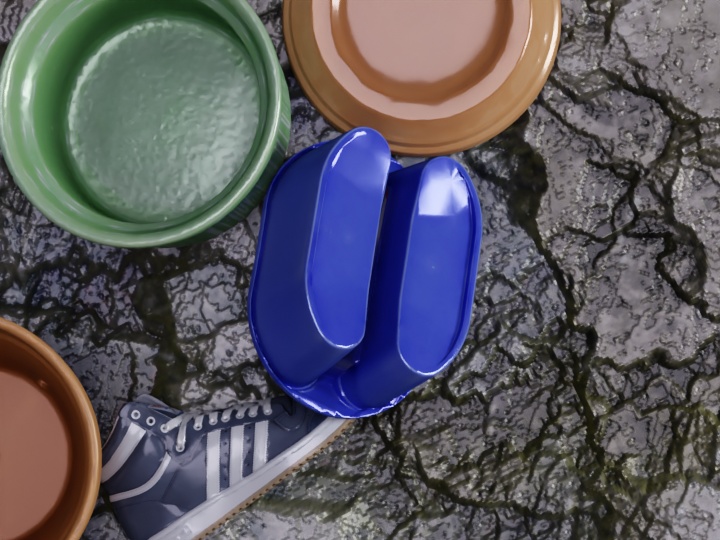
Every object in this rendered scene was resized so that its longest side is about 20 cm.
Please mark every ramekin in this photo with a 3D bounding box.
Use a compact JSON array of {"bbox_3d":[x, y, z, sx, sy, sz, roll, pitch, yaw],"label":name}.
[{"bbox_3d":[-0.142,-0.109,1.738,0.199,0.098,0.201,-1,83,10],"label":"ramekin"}]

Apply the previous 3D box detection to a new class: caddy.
[{"bbox_3d":[0.000,0.000,1.722,0.141,0.105,0.201,20,66,-24],"label":"caddy"}]

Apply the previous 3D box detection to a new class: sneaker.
[{"bbox_3d":[-0.096,0.109,1.752,0.200,0.070,0.109,-36,88,3],"label":"sneaker"}]

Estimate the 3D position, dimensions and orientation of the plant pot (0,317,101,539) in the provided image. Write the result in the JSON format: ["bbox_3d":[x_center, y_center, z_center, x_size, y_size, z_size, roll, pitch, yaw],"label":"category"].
[{"bbox_3d":[-0.269,0.128,1.721,0.199,0.140,0.201,0,88,1],"label":"plant pot"}]

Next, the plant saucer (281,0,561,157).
[{"bbox_3d":[0.043,-0.181,1.779,0.199,0.037,0.201,0,87,1],"label":"plant saucer"}]
